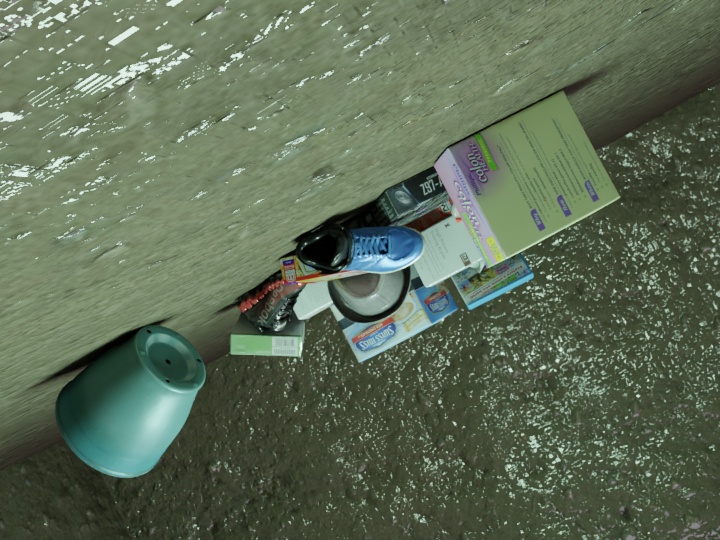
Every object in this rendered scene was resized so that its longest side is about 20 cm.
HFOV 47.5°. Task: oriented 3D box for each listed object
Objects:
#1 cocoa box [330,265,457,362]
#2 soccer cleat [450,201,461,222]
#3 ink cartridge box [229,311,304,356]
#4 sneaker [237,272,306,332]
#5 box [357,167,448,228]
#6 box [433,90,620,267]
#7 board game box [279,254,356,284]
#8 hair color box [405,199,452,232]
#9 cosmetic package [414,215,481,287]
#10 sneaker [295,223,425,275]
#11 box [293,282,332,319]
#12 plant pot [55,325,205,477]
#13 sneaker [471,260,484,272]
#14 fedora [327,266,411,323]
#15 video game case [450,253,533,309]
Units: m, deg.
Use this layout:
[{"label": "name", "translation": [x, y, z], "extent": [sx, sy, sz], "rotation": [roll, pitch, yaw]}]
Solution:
[{"label": "cocoa box", "translation": [0.068, 0.076, 1.647], "extent": [0.199, 0.132, 0.133], "rotation": [-31, 174, 32]}, {"label": "soccer cleat", "translation": [0.192, -0.161, 1.409], "extent": [0.068, 0.078, 0.201], "rotation": [-2, 150, -12]}, {"label": "ink cartridge box", "translation": [-0.188, 0.122, 1.716], "extent": [0.144, 0.049, 0.200], "rotation": [1, -166, -1]}, {"label": "sneaker", "translation": [-0.155, 0.061, 1.586], "extent": [0.200, 0.099, 0.071], "rotation": [-32, 173, 40]}, {"label": "box", "translation": [0.091, -0.117, 1.345], "extent": [0.159, 0.044, 0.200], "rotation": [-27, 177, -16]}, {"label": "box", "translation": [0.240, -0.130, 1.195], "extent": [0.199, 0.177, 0.097], "rotation": [-27, 176, -11]}, {"label": "board game box", "translation": [-0.018, -0.017, 1.400], "extent": [0.198, 0.047, 0.151], "rotation": [-12, 177, 18]}, {"label": "hair color box", "translation": [0.145, -0.119, 1.606], "extent": [0.110, 0.064, 0.199], "rotation": [-25, 177, -41]}, {"label": "cosmetic package", "translation": [0.190, -0.056, 1.531], "extent": [0.199, 0.102, 0.074], "rotation": [-29, 175, 10]}, {"label": "sneaker", "translation": [-0.001, -0.032, 1.250], "extent": [0.197, 0.078, 0.111], "rotation": [-1, 180, 7]}, {"label": "box", "translation": [-0.053, 0.012, 1.678], "extent": [0.199, 0.098, 0.124], "rotation": [-28, 176, 2]}, {"label": "plant pot", "translation": [-0.358, 0.197, 1.329], "extent": [0.188, 0.200, 0.200], "rotation": [-46, 170, 23]}, {"label": "sneaker", "translation": [0.234, -0.101, 1.612], "extent": [0.074, 0.088, 0.201], "rotation": [103, 12, -65]}, {"label": "fedora", "translation": [0.000, 0.000, 1.525], "extent": [0.176, 0.201, 0.090], "rotation": [-38, 148, 12]}, {"label": "video game case", "translation": [0.238, -0.031, 1.636], "extent": [0.142, 0.201, 0.018], "rotation": [-26, 143, 1]}]
